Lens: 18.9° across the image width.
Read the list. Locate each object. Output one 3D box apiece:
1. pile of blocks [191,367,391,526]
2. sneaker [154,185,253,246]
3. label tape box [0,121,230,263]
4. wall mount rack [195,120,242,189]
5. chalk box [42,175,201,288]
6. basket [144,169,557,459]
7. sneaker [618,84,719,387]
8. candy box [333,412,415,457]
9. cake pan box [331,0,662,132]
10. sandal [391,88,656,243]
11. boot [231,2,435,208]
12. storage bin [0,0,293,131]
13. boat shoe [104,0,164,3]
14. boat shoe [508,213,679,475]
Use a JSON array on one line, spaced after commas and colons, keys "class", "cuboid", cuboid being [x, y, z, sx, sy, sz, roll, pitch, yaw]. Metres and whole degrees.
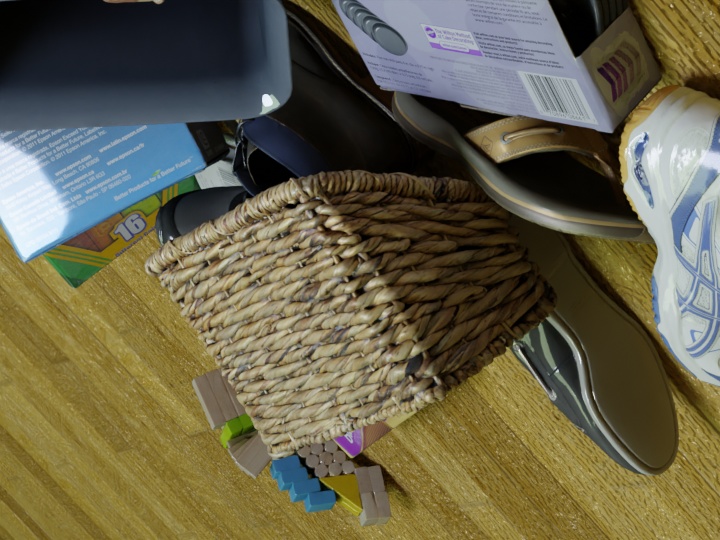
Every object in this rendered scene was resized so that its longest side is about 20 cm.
[{"class": "pile of blocks", "cuboid": [-0.062, 0.159, 1.833, 0.200, 0.082, 0.062, 41, 157, 7]}, {"class": "sneaker", "cuboid": [-0.029, -0.034, 1.364, 0.200, 0.074, 0.079, 1, 144, -3]}, {"class": "label tape box", "cuboid": [-0.193, -0.127, 1.357, 0.200, 0.144, 0.063, 62, -162, -6]}, {"class": "wall mount rack", "cuboid": [-0.084, -0.077, 1.477, 0.174, 0.075, 0.200, 23, 150, 34]}, {"class": "chalk box", "cuboid": [-0.215, -0.106, 1.489, 0.124, 0.124, 0.200, 52, 178, 33]}, {"class": "basket", "cuboid": [0.000, 0.000, 1.250, 0.149, 0.143, 0.200, 57, 147, -4]}, {"class": "sneaker", "cuboid": [0.198, -0.002, 1.115, 0.088, 0.075, 0.200, 20, 149, 44]}, {"class": "candy box", "cuboid": [-0.005, 0.063, 1.601, 0.117, 0.056, 0.200, 44, 157, -1]}, {"class": "cake pan box", "cuboid": [0.046, -0.165, 1.120, 0.200, 0.052, 0.184, 16, 147, 49]}, {"class": "sandal", "cuboid": [0.096, -0.071, 1.190, 0.200, 0.080, 0.054, 38, 122, 36]}, {"class": "boot", "cuboid": [-0.059, -0.105, 1.329, 0.200, 0.097, 0.075, 32, 140, 23]}, {"class": "storage bin", "cuboid": [-0.143, -0.176, 1.224, 0.200, 0.135, 0.146, -4, 150, -1]}, {"class": "boat shoe", "cuboid": [-0.131, -0.223, 1.065, 0.200, 0.072, 0.076, 67, 159, 10]}, {"class": "boat shoe", "cuboid": [0.125, 0.040, 1.322, 0.200, 0.067, 0.057, 56, 150, -12]}]
